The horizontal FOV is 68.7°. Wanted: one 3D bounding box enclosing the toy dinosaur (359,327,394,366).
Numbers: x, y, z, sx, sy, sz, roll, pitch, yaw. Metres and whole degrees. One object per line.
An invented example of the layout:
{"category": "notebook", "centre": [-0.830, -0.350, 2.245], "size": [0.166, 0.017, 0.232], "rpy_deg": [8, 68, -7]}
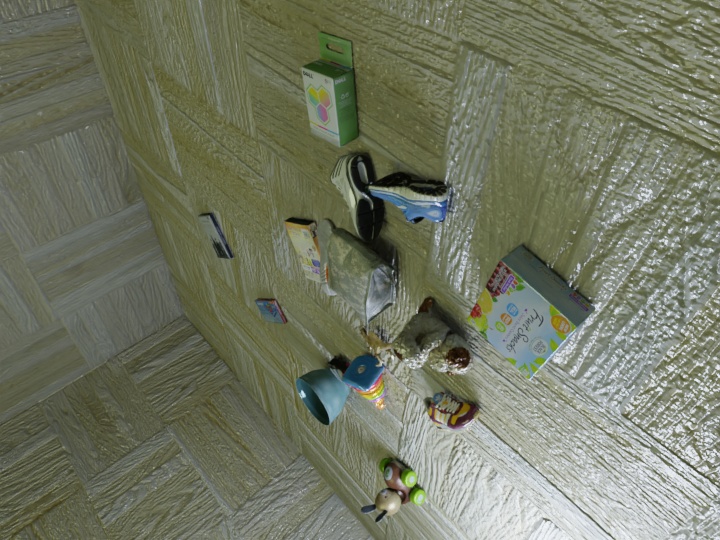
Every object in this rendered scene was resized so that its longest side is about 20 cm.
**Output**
{"category": "toy dinosaur", "centre": [0.055, 0.217, 1.491], "size": [0.199, 0.058, 0.102], "rpy_deg": [11, 126, 53]}

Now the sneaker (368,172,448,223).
{"category": "sneaker", "centre": [0.092, -0.138, 1.059], "size": [0.199, 0.078, 0.090], "rpy_deg": [25, 136, 44]}

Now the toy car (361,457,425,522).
{"category": "toy car", "centre": [0.096, 0.788, 1.846], "size": [0.163, 0.199, 0.159], "rpy_deg": [-1, 119, 57]}

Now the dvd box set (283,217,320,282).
{"category": "dvd box set", "centre": [-0.149, -0.057, 1.567], "size": [0.146, 0.029, 0.202], "rpy_deg": [15, 131, 52]}

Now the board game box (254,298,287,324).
{"category": "board game box", "centre": [-0.366, 0.164, 2.141], "size": [0.199, 0.019, 0.104], "rpy_deg": [-2, 118, 58]}

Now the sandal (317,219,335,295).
{"category": "sandal", "centre": [-0.070, -0.037, 1.446], "size": [0.078, 0.059, 0.210], "rpy_deg": [4, 101, 43]}

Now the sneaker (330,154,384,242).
{"category": "sneaker", "centre": [-0.009, -0.171, 1.211], "size": [0.115, 0.075, 0.203], "rpy_deg": [28, 133, 56]}

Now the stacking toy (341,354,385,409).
{"category": "stacking toy", "centre": [0.037, 0.369, 1.645], "size": [0.115, 0.110, 0.201], "rpy_deg": [14, 142, 41]}

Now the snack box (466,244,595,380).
{"category": "snack box", "centre": [0.300, 0.081, 0.959], "size": [0.169, 0.067, 0.201], "rpy_deg": [46, 151, 21]}

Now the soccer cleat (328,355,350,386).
{"category": "soccer cleat", "centre": [-0.036, 0.349, 1.763], "size": [0.087, 0.070, 0.199], "rpy_deg": [57, 163, -27]}

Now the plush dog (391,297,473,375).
{"category": "plush dog", "centre": [0.181, 0.172, 1.203], "size": [0.171, 0.161, 0.200], "rpy_deg": [32, 174, 14]}

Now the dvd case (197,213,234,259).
{"category": "dvd case", "centre": [-0.609, -0.144, 2.212], "size": [0.150, 0.025, 0.202], "rpy_deg": [8, 124, 55]}

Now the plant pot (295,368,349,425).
{"category": "plant pot", "centre": [-0.125, 0.440, 1.917], "size": [0.200, 0.133, 0.202], "rpy_deg": [38, 145, 32]}

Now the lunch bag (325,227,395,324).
{"category": "lunch bag", "centre": [0.000, 0.000, 1.301], "size": [0.164, 0.117, 0.201], "rpy_deg": [41, 152, 30]}

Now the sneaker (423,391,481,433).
{"category": "sneaker", "centre": [0.225, 0.357, 1.345], "size": [0.090, 0.075, 0.200], "rpy_deg": [51, 151, -1]}

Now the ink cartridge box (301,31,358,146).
{"category": "ink cartridge box", "centre": [-0.064, -0.372, 1.090], "size": [0.103, 0.059, 0.202], "rpy_deg": [34, 144, 36]}
